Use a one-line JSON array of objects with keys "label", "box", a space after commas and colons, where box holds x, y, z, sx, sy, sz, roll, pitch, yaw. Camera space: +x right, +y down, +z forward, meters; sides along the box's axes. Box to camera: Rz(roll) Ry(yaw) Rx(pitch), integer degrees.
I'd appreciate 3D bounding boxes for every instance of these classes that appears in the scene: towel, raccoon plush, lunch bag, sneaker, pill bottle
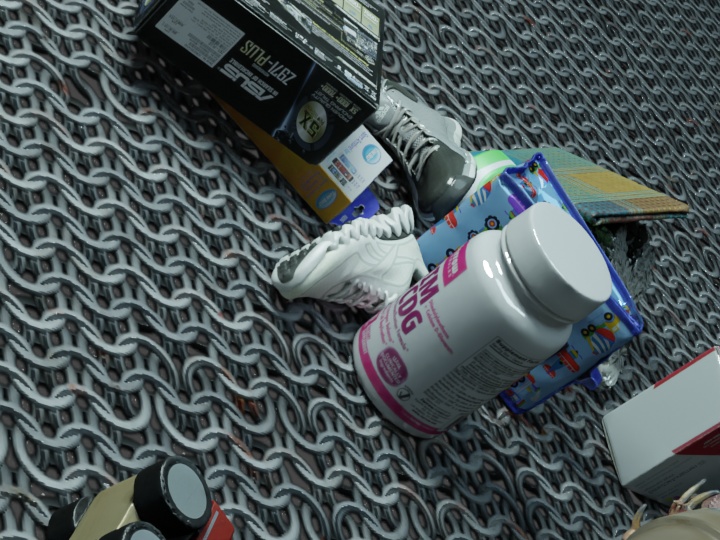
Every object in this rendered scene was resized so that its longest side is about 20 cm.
[{"label": "towel", "box": [0.215, -0.085, 1.689, 0.146, 0.022, 0.200, -6, 24, -37]}, {"label": "raccoon plush", "box": [0.209, 0.014, 1.686, 0.097, 0.134, 0.200, 44, 59, -43]}, {"label": "lunch bag", "box": [0.150, 0.023, 1.486, 0.200, 0.150, 0.094, 53, 30, 5]}, {"label": "sneaker", "box": [0.041, -0.120, 1.570, 0.115, 0.075, 0.200, 36, 15, -16]}, {"label": "sneaker", "box": [0.000, 0.000, 1.391, 0.200, 0.075, 0.081, -20, 84, -57]}, {"label": "pill bottle", "box": [0.098, 0.039, 1.344, 0.113, 0.200, 0.114, 35, 33, -26]}]

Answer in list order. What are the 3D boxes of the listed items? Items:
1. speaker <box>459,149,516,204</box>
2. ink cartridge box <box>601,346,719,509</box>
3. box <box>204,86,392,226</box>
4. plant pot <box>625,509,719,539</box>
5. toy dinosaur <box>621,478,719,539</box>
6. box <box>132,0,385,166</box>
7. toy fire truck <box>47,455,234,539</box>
[{"label": "speaker", "box": [0.155, -0.015, 1.604, 0.088, 0.088, 0.200, -7, 62, -57]}, {"label": "ink cartridge box", "box": [0.358, 0.170, 1.617, 0.200, 0.146, 0.083, 25, 39, -37]}, {"label": "box", "box": [-0.050, -0.128, 1.490, 0.200, 0.041, 0.119, 47, 29, -4]}, {"label": "plant pot", "box": [0.217, 0.291, 1.268, 0.173, 0.200, 0.200, -2, 57, -37]}, {"label": "toy dinosaur", "box": [0.333, 0.238, 1.538, 0.200, 0.086, 0.136, -35, 99, -48]}, {"label": "box", "box": [-0.081, -0.212, 1.416, 0.200, 0.086, 0.164, 35, 33, -24]}, {"label": "toy fire truck", "box": [-0.096, 0.228, 0.961, 0.200, 0.128, 0.176, 55, 27, -17]}]
